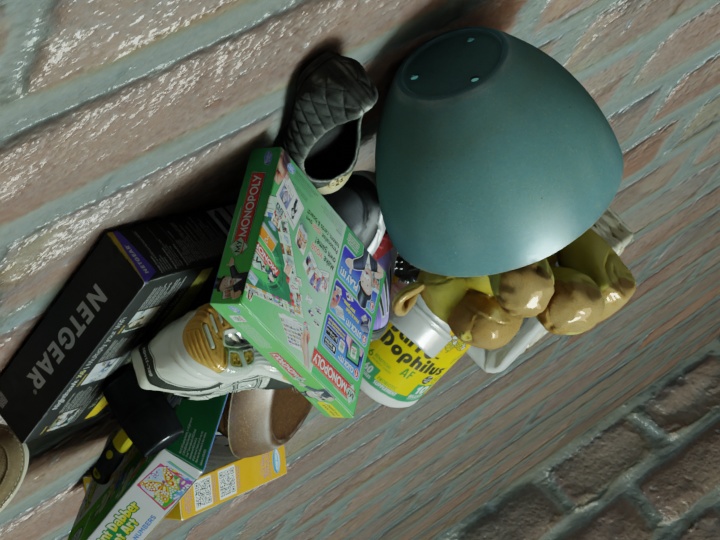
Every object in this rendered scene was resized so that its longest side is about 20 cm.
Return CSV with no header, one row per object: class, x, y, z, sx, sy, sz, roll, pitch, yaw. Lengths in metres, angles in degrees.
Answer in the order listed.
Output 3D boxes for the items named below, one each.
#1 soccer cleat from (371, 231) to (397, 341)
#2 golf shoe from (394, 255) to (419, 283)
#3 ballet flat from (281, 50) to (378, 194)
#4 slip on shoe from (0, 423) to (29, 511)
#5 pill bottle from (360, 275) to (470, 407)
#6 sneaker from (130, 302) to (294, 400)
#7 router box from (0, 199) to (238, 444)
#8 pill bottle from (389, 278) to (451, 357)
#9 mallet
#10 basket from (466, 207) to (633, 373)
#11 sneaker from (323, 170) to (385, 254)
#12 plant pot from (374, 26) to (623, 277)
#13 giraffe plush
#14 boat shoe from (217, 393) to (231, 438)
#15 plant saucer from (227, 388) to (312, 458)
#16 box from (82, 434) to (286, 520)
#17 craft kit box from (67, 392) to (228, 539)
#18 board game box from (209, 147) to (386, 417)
soccer cleat,0.000,0.000,1.686,0.200,0.068,0.073,-75,178,-68
golf shoe,0.105,-0.062,1.781,0.200,0.078,0.094,-44,166,20
ballet flat,-0.022,-0.100,1.465,0.066,0.057,0.200,-35,165,-14
slip on shoe,-0.344,0.181,1.473,0.200,0.076,0.061,-28,169,-15
pill bottle,0.075,0.042,2.010,0.200,0.113,0.113,-47,164,26
sneaker,-0.106,0.064,1.516,0.088,0.076,0.200,-23,163,25
router box,-0.178,0.039,1.494,0.157,0.052,0.200,-18,154,-54
pill bottle,0.106,-0.016,1.875,0.200,0.111,0.111,-48,165,1
mallet,-0.197,0.130,1.559,0.041,0.066,0.200,-29,178,-27
basket,0.180,-0.007,2.092,0.123,0.136,0.200,-28,161,-52
sneaker,-0.064,-0.007,1.593,0.200,0.076,0.114,-42,168,17
plant pot,0.094,-0.112,1.518,0.200,0.200,0.135,-36,129,-14
giraffe plush,0.113,-0.001,1.661,0.172,0.200,0.162,18,133,-35
boat shoe,-0.098,0.102,1.844,0.072,0.068,0.200,-32,163,-28
plant saucer,-0.063,0.082,1.758,0.200,0.034,0.200,20,90,-76
box,-0.164,0.200,1.900,0.119,0.042,0.200,0,-172,33
craft kit box,-0.181,0.159,1.671,0.198,0.048,0.200,-53,-167,33
board game box,-0.044,0.013,1.497,0.200,0.029,0.135,50,47,-51
